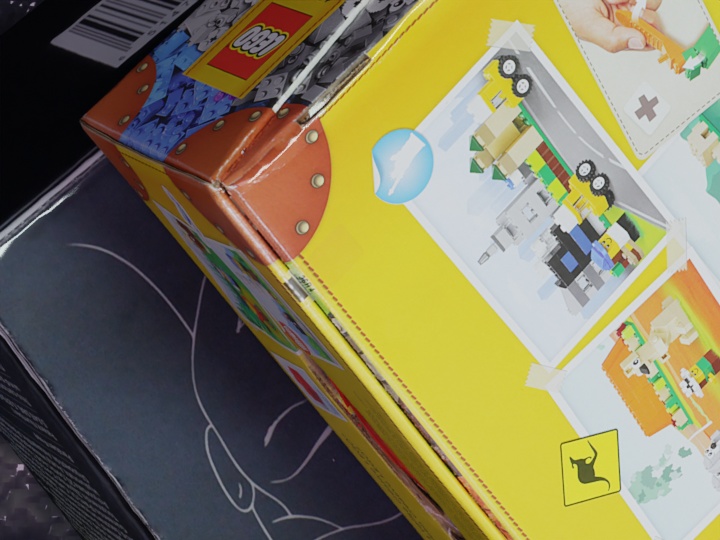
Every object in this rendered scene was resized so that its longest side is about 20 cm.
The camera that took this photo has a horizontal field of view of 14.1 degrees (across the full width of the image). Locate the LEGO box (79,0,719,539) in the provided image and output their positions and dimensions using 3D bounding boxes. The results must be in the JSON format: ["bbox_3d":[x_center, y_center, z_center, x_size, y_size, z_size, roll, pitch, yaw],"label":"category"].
[{"bbox_3d":[0.056,-0.007,0.697,0.149,0.077,0.200,-44,119,-11],"label":"LEGO box"}]

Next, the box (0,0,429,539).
[{"bbox_3d":[0.000,0.000,0.783,0.200,0.124,0.197,-40,116,-14],"label":"box"}]
